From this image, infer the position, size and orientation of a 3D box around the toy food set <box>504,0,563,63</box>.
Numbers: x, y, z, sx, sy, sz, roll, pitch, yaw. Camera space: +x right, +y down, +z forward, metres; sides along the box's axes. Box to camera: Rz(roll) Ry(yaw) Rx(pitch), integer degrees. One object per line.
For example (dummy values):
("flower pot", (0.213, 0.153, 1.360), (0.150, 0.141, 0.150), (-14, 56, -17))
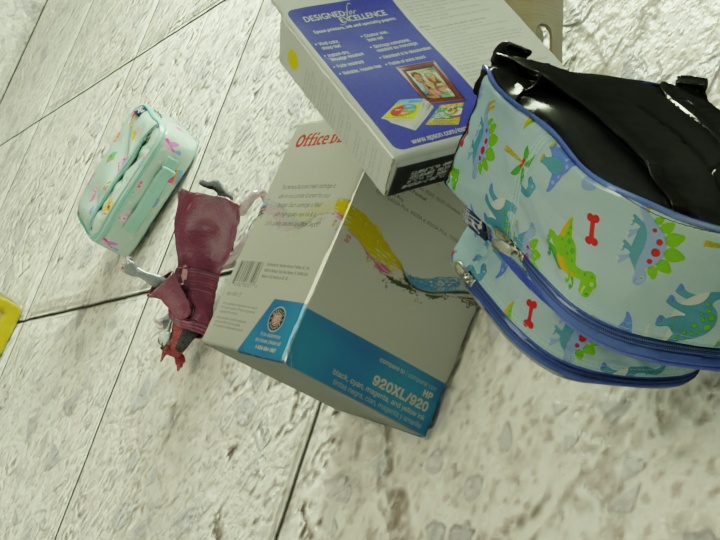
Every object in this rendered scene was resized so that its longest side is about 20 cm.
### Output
("toy food set", (0.095, -0.151, 0.998), (0.199, 0.060, 0.146), (-21, 59, 52))

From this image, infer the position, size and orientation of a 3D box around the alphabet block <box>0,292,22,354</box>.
("alphabet block", (-0.708, 0.091, 1.940), (0.199, 0.195, 0.198), (18, 81, 61))

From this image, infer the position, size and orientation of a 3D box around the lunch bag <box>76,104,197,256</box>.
("lunch bag", (-0.310, -0.128, 1.605), (0.202, 0.076, 0.160), (-57, 28, 7))

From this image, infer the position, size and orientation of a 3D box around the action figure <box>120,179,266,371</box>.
("action figure", (-0.175, 0.012, 1.275), (0.146, 0.134, 0.204), (4, 76, 13))

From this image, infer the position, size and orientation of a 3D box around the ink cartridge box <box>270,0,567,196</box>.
("ink cartridge box", (0.046, -0.154, 0.854), (0.201, 0.195, 0.047), (53, 144, 30))

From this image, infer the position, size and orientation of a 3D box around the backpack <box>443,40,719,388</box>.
("backpack", (0.155, -0.019, 0.650), (0.200, 0.180, 0.149), (-124, 44, -55))

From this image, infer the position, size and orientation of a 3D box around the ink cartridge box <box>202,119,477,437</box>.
("ink cartridge box", (0.000, 0.000, 0.911), (0.146, 0.144, 0.203), (6, 69, 59))
